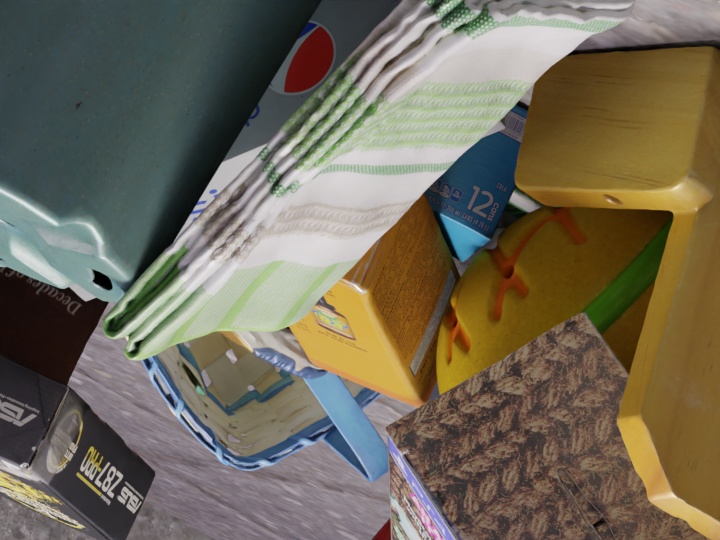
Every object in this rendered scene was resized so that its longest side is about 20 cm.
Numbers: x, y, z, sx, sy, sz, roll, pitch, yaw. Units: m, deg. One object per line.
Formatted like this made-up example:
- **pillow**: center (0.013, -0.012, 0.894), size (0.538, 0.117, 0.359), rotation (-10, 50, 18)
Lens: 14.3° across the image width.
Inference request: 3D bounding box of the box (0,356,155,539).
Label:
- **box**: center (-0.209, 0.059, 1.376), size (0.199, 0.049, 0.161), rotation (23, 165, 16)

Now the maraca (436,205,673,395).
- **maraca**: center (0.083, 0.039, 1.321), size (0.107, 0.137, 0.200), rotation (48, 128, 2)

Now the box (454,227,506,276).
- **box**: center (0.101, 0.037, 1.497), size (0.199, 0.061, 0.116), rotation (25, 169, -39)

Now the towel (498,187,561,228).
- **towel**: center (0.040, -0.039, 1.467), size (0.152, 0.024, 0.200), rotation (27, 168, -8)

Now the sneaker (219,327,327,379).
- **sneaker**: center (-0.050, -0.008, 1.395), size (0.075, 0.089, 0.200), rotation (29, 180, 27)

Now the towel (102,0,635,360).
- **towel**: center (0.008, -0.039, 1.060), size (0.031, 0.200, 0.149), rotation (52, -155, 16)

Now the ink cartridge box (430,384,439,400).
- **ink cartridge box**: center (0.084, 0.079, 1.606), size (0.119, 0.042, 0.200), rotation (32, -163, -24)

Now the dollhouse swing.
- **dollhouse swing**: center (0.154, 0.035, 1.179), size (0.199, 0.177, 0.181), rotation (31, 167, -26)

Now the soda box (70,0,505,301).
- **soda box**: center (-0.046, -0.060, 1.187), size (0.199, 0.064, 0.068), rotation (-22, 153, 10)

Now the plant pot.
- **plant pot**: center (-0.105, -0.107, 1.075), size (0.199, 0.197, 0.200), rotation (24, 167, 6)

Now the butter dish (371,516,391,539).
- **butter dish**: center (0.059, 0.181, 1.515), size (0.200, 0.200, 0.148), rotation (40, -178, -41)

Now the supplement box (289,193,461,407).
- **supplement box**: center (0.000, 0.000, 1.309), size (0.066, 0.069, 0.200), rotation (22, 169, 14)

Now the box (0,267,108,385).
- **box**: center (-0.197, -0.066, 1.422), size (0.164, 0.201, 0.166), rotation (31, 168, -25)

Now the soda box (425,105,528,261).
- **soda box**: center (-0.021, -0.080, 1.321), size (0.199, 0.064, 0.068), rotation (27, 168, -4)

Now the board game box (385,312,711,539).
- **board game box**: center (0.092, 0.141, 1.199), size (0.160, 0.096, 0.200), rotation (56, 167, 22)

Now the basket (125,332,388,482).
- **basket**: center (-0.053, 0.029, 1.589), size (0.177, 0.139, 0.200), rotation (58, 169, -12)
